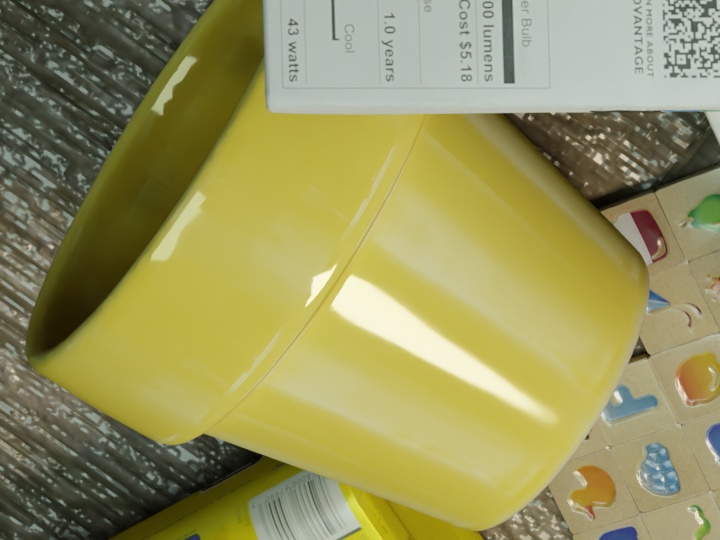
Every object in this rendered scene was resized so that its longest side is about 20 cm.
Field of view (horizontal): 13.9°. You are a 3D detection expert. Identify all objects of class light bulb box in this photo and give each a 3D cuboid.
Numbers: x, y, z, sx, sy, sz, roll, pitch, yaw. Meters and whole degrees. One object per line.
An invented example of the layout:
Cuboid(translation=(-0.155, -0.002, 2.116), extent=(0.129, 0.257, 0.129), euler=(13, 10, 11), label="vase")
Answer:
Cuboid(translation=(0.078, -0.151, 0.948), extent=(0.199, 0.125, 0.200), euler=(1, 98, 20), label="light bulb box")

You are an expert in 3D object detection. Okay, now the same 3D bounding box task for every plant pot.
Cuboid(translation=(0.000, 0.000, 1.139), extent=(0.188, 0.201, 0.201), euler=(33, 120, -14), label="plant pot")

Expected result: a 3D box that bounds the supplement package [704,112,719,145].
Cuboid(translation=(0.218, -0.033, 1.097), extent=(0.116, 0.117, 0.201), euler=(-20, 108, 24), label="supplement package")

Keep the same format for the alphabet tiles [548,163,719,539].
Cuboid(translation=(0.148, 0.058, 1.224), extent=(0.166, 0.008, 0.201), euler=(-20, 108, 23), label="alphabet tiles")

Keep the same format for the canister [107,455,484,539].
Cuboid(translation=(-0.043, 0.160, 1.282), extent=(0.199, 0.087, 0.149), euler=(-29, 104, 24), label="canister")
